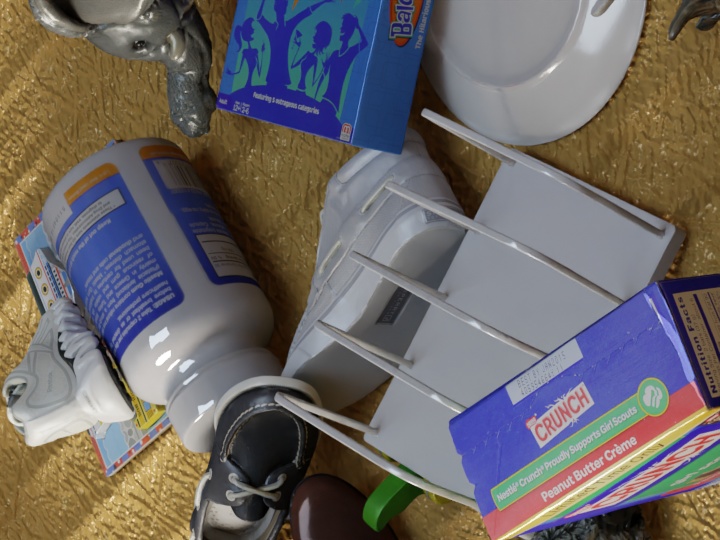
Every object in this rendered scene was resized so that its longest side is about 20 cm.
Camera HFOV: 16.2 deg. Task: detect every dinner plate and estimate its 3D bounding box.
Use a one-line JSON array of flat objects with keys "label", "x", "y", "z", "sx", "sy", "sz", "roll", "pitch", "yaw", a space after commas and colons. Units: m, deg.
[{"label": "dinner plate", "x": 0.092, "y": -0.176, "z": 1.536, "sx": 0.199, "sy": 0.024, "sz": 0.202, "roll": 6, "pitch": 98, "yaw": 44}]

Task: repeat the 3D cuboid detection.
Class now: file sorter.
[{"label": "file sorter", "x": 0.064, "y": 0.025, "z": 1.466, "sx": 0.138, "sy": 0.124, "sz": 0.201, "roll": 28, "pitch": 92, "yaw": 41}]

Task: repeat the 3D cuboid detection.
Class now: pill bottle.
[{"label": "pill bottle", "x": -0.127, "y": 0.019, "z": 1.715, "sx": 0.112, "sy": 0.112, "sz": 0.201, "roll": -49, "pitch": 60, "yaw": 37}]

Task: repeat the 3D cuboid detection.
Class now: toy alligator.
[{"label": "toy alligator", "x": 0.069, "y": 0.078, "z": 1.563, "sx": 0.059, "sy": 0.054, "sz": 0.201, "roll": 37, "pitch": 98, "yaw": 37}]

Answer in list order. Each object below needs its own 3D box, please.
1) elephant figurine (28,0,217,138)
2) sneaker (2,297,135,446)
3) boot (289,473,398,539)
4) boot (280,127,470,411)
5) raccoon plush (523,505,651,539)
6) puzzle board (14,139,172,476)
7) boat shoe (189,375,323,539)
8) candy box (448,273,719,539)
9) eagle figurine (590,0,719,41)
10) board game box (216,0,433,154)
[{"label": "elephant figurine", "x": -0.154, "y": -0.199, "z": 1.641, "sx": 0.155, "sy": 0.141, "sz": 0.201, "roll": 40, "pitch": 120, "yaw": 24}, {"label": "sneaker", "x": -0.213, "y": 0.073, "z": 1.760, "sx": 0.076, "sy": 0.081, "sz": 0.200, "roll": 61, "pitch": 174, "yaw": -13}, {"label": "boot", "x": 0.000, "y": 0.205, "z": 1.547, "sx": 0.068, "sy": 0.200, "sz": 0.190, "roll": -17, "pitch": 79, "yaw": 0}, {"label": "boot", "x": 0.000, "y": 0.000, "z": 1.625, "sx": 0.200, "sy": 0.073, "sz": 0.096, "roll": -52, "pitch": 43, "yaw": 35}, {"label": "raccoon plush", "x": 0.120, "y": 0.166, "z": 1.523, "sx": 0.134, "sy": 0.096, "sz": 0.201, "roll": -1, "pitch": 64, "yaw": 59}, {"label": "puzzle board", "x": -0.182, "y": 0.029, "z": 1.841, "sx": 0.151, "sy": 0.017, "sz": 0.201, "roll": -40, "pitch": 66, "yaw": 40}, {"label": "boat shoe", "x": -0.073, "y": 0.139, "z": 1.662, "sx": 0.200, "sy": 0.073, "sz": 0.061, "roll": 120, "pitch": 160, "yaw": -52}, {"label": "candy box", "x": 0.174, "y": 0.065, "z": 1.348, "sx": 0.169, "sy": 0.199, "sz": 0.078, "roll": -37, "pitch": 68, "yaw": 41}, {"label": "eagle figurine", "x": 0.193, "y": -0.234, "z": 1.359, "sx": 0.151, "sy": 0.150, "sz": 0.202, "roll": -7, "pitch": 100, "yaw": 56}, {"label": "board game box", "x": -0.014, "y": -0.185, "z": 1.594, "sx": 0.152, "sy": 0.045, "sz": 0.202, "roll": 17, "pitch": 96, "yaw": 51}]
